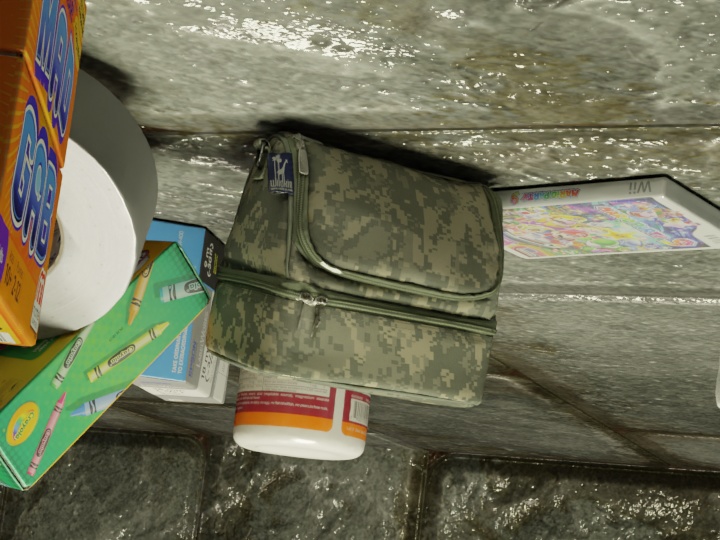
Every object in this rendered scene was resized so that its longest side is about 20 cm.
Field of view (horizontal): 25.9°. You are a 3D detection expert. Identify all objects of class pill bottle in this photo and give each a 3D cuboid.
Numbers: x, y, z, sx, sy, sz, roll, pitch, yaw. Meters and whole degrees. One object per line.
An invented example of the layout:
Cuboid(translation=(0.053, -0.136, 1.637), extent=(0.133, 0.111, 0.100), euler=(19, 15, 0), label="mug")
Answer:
Cuboid(translation=(-0.041, 0.050, 1.290), extent=(0.109, 0.201, 0.110), euler=(6, 168, 1), label="pill bottle")

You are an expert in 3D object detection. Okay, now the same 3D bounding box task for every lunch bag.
Cuboid(translation=(0.000, 0.000, 1.121), extent=(0.200, 0.168, 0.139), euler=(12, 178, -28), label="lunch bag")

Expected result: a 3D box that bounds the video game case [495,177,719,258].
Cuboid(translation=(0.176, -0.037, 1.204), extent=(0.200, 0.018, 0.143), euler=(-3, 164, 38), label="video game case")

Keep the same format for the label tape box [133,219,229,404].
Cuboid(translation=(-0.170, 0.037, 1.433), extent=(0.063, 0.145, 0.200), euler=(4, 168, 12), label="label tape box")

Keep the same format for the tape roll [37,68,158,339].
Cuboid(translation=(-0.235, -0.048, 1.012), extent=(0.200, 0.066, 0.201), euler=(4, 131, 5), label="tape roll")

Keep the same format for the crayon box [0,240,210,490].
Cuboid(translation=(-0.214, 0.058, 1.095), extent=(0.119, 0.200, 0.058), euler=(3, 131, 44), label="crayon box")

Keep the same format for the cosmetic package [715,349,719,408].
Cuboid(translation=(0.367, 0.030, 1.062), extent=(0.200, 0.165, 0.165), euler=(19, 163, -41), label="cosmetic package")

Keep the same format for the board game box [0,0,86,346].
Cuboid(translation=(-0.253, -0.087, 0.769), extent=(0.199, 0.201, 0.200), euler=(8, 168, -4), label="board game box")
